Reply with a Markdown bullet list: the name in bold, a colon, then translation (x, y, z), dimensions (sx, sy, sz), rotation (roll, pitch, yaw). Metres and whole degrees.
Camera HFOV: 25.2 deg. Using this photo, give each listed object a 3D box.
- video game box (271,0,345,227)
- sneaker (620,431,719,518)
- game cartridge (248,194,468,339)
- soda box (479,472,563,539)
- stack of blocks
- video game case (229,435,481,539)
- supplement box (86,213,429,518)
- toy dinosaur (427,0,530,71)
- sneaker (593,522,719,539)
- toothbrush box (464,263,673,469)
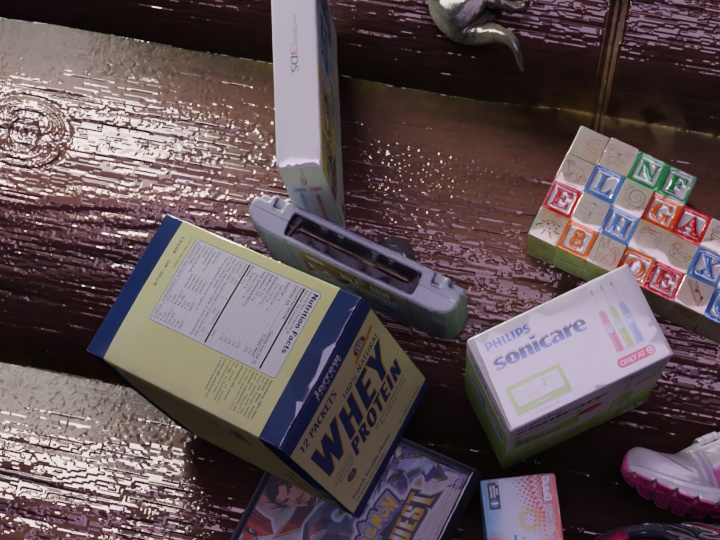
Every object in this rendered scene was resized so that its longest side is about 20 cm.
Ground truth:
- **video game box**: translation (-0.046, -0.155, 1.443), dimensions (0.046, 0.182, 0.202), rotation (-4, 73, 2)
- **sneaker**: translation (0.322, 0.166, 1.385), dimensions (0.198, 0.081, 0.089), rotation (7, 73, -3)
- **game cartridge**: translation (0.000, 0.000, 1.420), dimensions (0.199, 0.133, 0.042), rotation (25, 76, 11)
- **soda box**: translation (0.144, 0.278, 1.367), dimensions (0.068, 0.064, 0.202), rotation (-6, 73, 2)
- **stack of blocks**: translation (0.262, -0.032, 1.451), dimensions (0.199, 0.059, 0.116), rotation (26, 77, 11)
- **video game case**: translation (-0.018, 0.228, 1.385), dimensions (0.179, 0.026, 0.201), rotation (21, 76, 28)
- **supplement box**: translation (-0.080, 0.082, 1.345), dimensions (0.198, 0.200, 0.135), rotation (23, 76, 27)
- **toy dinosaur**: translation (0.101, -0.263, 1.533), dimensions (0.102, 0.077, 0.202), rotation (-25, 78, 8)
- **sneaker**: translation (0.292, 0.252, 1.360), dimensions (0.198, 0.075, 0.082), rotation (-1, 74, 3)
- **toothbrush box**: translation (0.168, 0.086, 1.350), dimensions (0.144, 0.200, 0.087), rotation (-24, 73, -4)
